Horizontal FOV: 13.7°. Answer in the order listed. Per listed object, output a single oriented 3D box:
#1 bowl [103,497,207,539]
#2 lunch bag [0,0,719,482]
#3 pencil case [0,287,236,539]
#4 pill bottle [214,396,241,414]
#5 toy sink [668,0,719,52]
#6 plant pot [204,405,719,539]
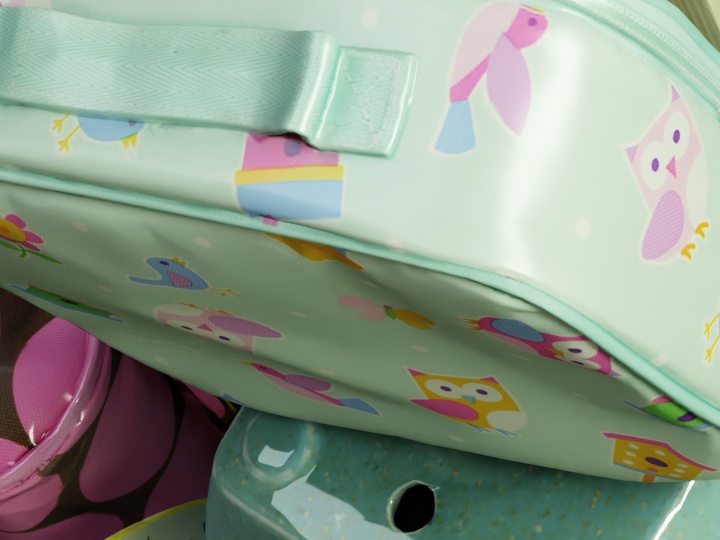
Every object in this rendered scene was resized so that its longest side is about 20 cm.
[{"bbox_3d":[-0.084,0.166,0.871,0.201,0.201,0.094,-45,76,15],"label":"bowl"},{"bbox_3d":[-0.004,-0.021,0.615,0.199,0.160,0.077,9,73,33],"label":"lunch bag"},{"bbox_3d":[-0.087,0.046,0.912,0.090,0.200,0.094,-28,70,4],"label":"pencil case"},{"bbox_3d":[0.000,0.000,0.885,0.114,0.200,0.115,-9,65,20],"label":"pill bottle"},{"bbox_3d":[0.128,-0.099,0.919,0.130,0.112,0.200,-39,27,-23],"label":"toy sink"},{"bbox_3d":[0.075,0.057,0.758,0.195,0.200,0.197,29,84,37],"label":"plant pot"}]
